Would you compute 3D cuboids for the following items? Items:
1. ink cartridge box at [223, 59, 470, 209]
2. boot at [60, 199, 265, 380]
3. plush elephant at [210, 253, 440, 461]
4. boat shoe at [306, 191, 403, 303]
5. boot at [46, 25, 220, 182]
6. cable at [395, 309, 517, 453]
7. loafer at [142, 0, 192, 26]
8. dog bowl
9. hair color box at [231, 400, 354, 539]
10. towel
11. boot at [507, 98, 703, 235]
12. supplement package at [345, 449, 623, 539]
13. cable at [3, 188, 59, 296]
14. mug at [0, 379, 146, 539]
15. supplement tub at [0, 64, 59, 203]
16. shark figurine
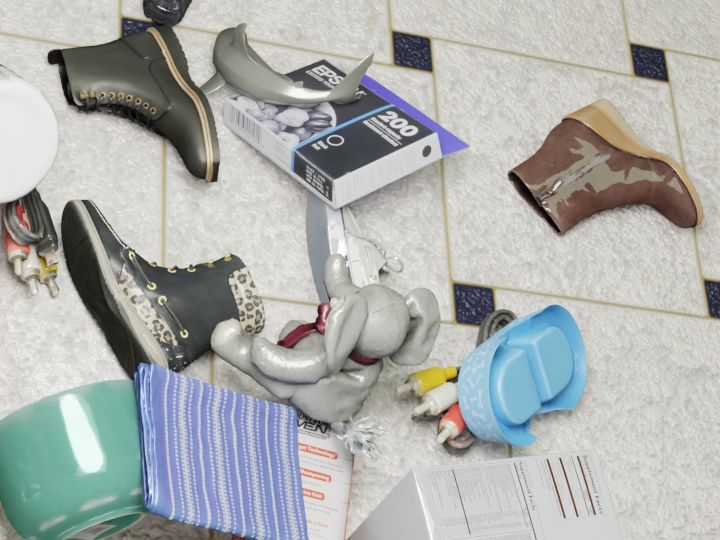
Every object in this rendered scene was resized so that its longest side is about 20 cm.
[{"bbox_3d":[-0.013,-0.161,1.874,0.199,0.044,0.198,-25,46,-33],"label":"ink cartridge box"},{"bbox_3d":[-0.199,0.005,1.730,0.153,0.073,0.205,-21,76,-35],"label":"boot"},{"bbox_3d":[-0.018,0.062,1.660,0.200,0.156,0.164,41,19,32],"label":"plush elephant"},{"bbox_3d":[0.002,-0.001,1.816,0.085,0.075,0.204,-4,65,-24],"label":"boat shoe"},{"bbox_3d":[-0.237,-0.164,1.817,0.137,0.078,0.201,-13,54,-24],"label":"boot"},{"bbox_3d":[0.122,0.115,1.807,0.199,0.050,0.097,-37,87,-35],"label":"cable"},{"bbox_3d":[-0.196,-0.365,1.945,0.067,0.071,0.202,20,56,-11],"label":"loafer"},{"bbox_3d":[0.167,0.110,1.798,0.200,0.049,0.113,-32,108,-51],"label":"dog bowl"},{"bbox_3d":[-0.067,0.236,1.657,0.100,0.061,0.202,16,57,-13],"label":"hair color box"},{"bbox_3d":[-0.123,0.169,1.570,0.199,0.024,0.146,21,50,-42],"label":"towel"},{"bbox_3d":[0.285,-0.087,2.008,0.166,0.072,0.200,-41,83,-23],"label":"boot"},{"bbox_3d":[0.119,0.279,1.631,0.198,0.192,0.149,-3,63,-24],"label":"supplement package"},{"bbox_3d":[-0.343,-0.072,1.709,0.050,0.097,0.201,-28,63,9],"label":"cable"},{"bbox_3d":[-0.238,0.179,1.561,0.183,0.152,0.115,-13,72,-30],"label":"mug"},{"bbox_3d":[-0.377,-0.146,1.657,0.121,0.124,0.200,-12,24,-28],"label":"supplement tub"},{"bbox_3d":[-0.099,-0.223,1.845,0.213,0.090,0.128,24,43,31],"label":"shark figurine"}]
